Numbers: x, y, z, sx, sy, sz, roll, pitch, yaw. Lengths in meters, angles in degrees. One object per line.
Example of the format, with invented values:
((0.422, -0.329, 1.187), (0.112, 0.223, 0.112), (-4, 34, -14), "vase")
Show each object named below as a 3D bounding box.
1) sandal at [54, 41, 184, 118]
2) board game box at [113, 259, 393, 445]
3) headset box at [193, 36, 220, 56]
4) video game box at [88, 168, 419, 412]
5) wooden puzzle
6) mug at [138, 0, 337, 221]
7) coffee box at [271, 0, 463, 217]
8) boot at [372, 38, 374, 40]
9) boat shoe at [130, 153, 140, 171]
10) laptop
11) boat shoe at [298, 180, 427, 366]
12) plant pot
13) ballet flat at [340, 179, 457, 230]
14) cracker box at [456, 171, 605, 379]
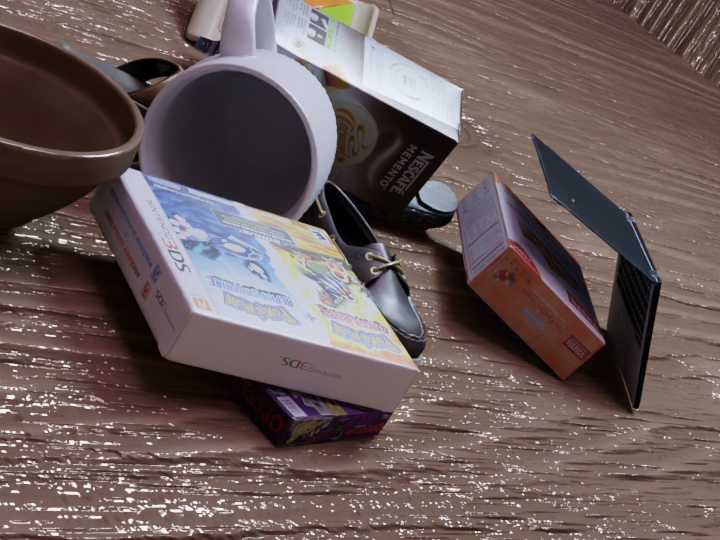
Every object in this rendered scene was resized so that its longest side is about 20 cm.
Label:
((-0.191, -0.168, 1.452), (0.199, 0.055, 0.082), (23, 22, -26), "sandal")
((-0.077, 0.048, 1.159), (0.119, 0.032, 0.200), (-2, 40, -51), "board game box")
((-0.077, -0.187, 1.635), (0.199, 0.075, 0.149), (29, 20, -9), "headset box")
((-0.077, 0.012, 1.139), (0.199, 0.047, 0.183), (16, 28, -37), "video game box")
((-0.081, -0.281, 1.795), (0.198, 0.037, 0.186), (25, 50, -13), "wooden puzzle")
((-0.090, -0.135, 1.323), (0.146, 0.202, 0.175), (2, 15, 9), "mug")
((-0.018, -0.150, 1.472), (0.199, 0.115, 0.080), (25, 41, -17), "coffee box")
((-0.045, -0.278, 1.896), (0.095, 0.074, 0.199), (34, 18, 26), "boot")
((-0.229, -0.127, 1.292), (0.199, 0.063, 0.075), (15, 24, -43), "boat shoe")
((0.214, -0.003, 1.541), (0.114, 0.202, 0.188), (5, 22, -1), "laptop")
((0.000, 0.000, 1.335), (0.071, 0.061, 0.201), (13, 28, -43), "boat shoe")
((-0.256, -0.093, 1.108), (0.199, 0.093, 0.201), (21, 24, -10), "plant pot")
((0.004, -0.074, 1.556), (0.198, 0.057, 0.067), (16, 52, -26), "ballet flat")
((0.158, 0.001, 1.529), (0.134, 0.058, 0.200), (45, 17, -17), "cracker box")
